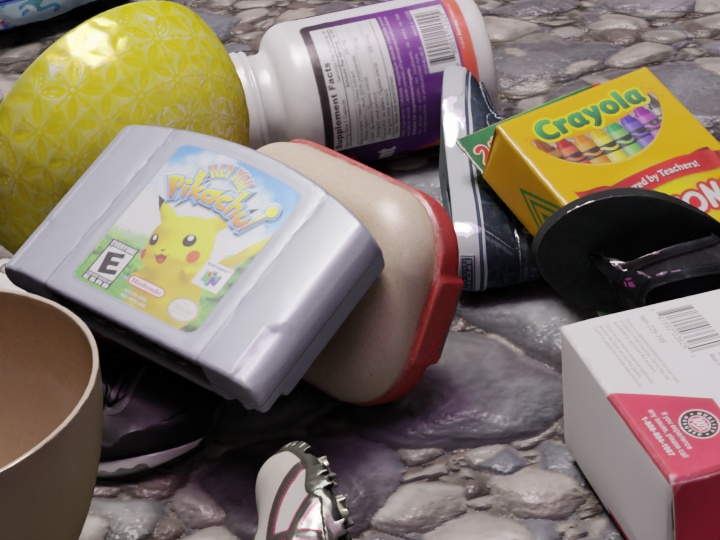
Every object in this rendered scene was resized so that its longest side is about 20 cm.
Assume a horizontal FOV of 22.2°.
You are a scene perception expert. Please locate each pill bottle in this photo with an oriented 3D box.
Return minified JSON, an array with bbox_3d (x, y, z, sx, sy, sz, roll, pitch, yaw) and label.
[{"bbox_3d":[-0.010,-0.133,1.334,0.198,0.112,0.112,-13,30,-11],"label":"pill bottle"}]

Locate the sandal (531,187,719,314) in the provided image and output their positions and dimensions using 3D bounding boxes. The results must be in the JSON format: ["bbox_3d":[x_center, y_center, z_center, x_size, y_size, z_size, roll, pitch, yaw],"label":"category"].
[{"bbox_3d":[0.190,0.010,1.008,0.199,0.076,0.048,18,22,-15],"label":"sandal"}]

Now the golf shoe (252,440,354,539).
[{"bbox_3d":[-0.037,0.152,0.877,0.087,0.078,0.200,-17,30,-4],"label":"golf shoe"}]

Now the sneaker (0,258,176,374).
[{"bbox_3d":[-0.140,0.015,1.106,0.198,0.078,0.083,7,61,28],"label":"sneaker"}]

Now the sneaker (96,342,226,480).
[{"bbox_3d":[-0.178,0.063,1.048,0.198,0.088,0.076,0,29,11],"label":"sneaker"}]

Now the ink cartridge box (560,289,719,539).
[{"bbox_3d":[0.219,0.075,0.944,0.198,0.086,0.148,-11,31,-12],"label":"ink cartridge box"}]

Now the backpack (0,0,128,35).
[{"bbox_3d":[-0.323,-0.278,1.652,0.199,0.155,0.163,-31,42,-15],"label":"backpack"}]

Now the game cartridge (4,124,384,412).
[{"bbox_3d":[-0.091,-0.011,1.033,0.199,0.041,0.134,23,60,31],"label":"game cartridge"}]

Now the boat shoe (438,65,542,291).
[{"bbox_3d":[0.100,-0.062,1.222,0.090,0.071,0.201,-2,45,-1],"label":"boat shoe"}]

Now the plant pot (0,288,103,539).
[{"bbox_3d":[-0.217,0.116,0.914,0.198,0.136,0.201,-6,29,3],"label":"plant pot"}]

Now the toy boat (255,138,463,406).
[{"bbox_3d":[0.000,0.000,1.119,0.130,0.132,0.199,9,14,-44],"label":"toy boat"}]

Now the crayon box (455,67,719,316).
[{"bbox_3d":[0.164,-0.048,1.130,0.126,0.051,0.200,-23,58,-27],"label":"crayon box"}]

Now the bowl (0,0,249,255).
[{"bbox_3d":[-0.137,-0.060,1.182,0.199,0.201,0.108,-29,58,-34],"label":"bowl"}]
